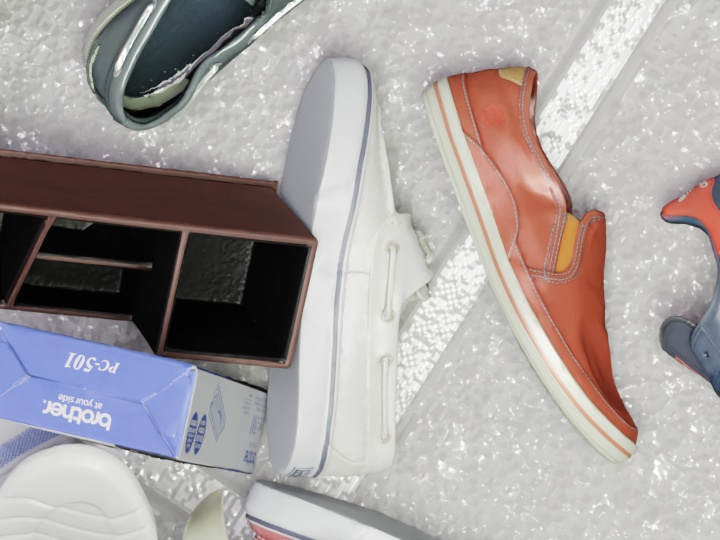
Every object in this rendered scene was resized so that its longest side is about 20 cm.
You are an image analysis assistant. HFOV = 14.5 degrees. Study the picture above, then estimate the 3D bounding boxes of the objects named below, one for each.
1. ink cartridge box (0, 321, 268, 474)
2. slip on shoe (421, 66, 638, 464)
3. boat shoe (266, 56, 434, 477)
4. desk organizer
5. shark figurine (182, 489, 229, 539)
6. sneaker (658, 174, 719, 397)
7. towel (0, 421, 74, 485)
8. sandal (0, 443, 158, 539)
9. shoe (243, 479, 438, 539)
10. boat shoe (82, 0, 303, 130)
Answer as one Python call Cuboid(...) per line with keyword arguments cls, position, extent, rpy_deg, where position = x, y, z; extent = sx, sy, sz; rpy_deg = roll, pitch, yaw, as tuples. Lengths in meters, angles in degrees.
Cuboid(cls="ink cartridge box", position=(-0.104, 0.061, 1.301), extent=(0.093, 0.200, 0.045), rpy_deg=(12, 86, 9))
Cuboid(cls="slip on shoe", position=(0.091, -0.005, 1.337), extent=(0.061, 0.074, 0.201), rpy_deg=(-22, 84, 6))
Cuboid(cls="boat shoe", position=(0.000, 0.000, 1.358), extent=(0.069, 0.071, 0.201), rpy_deg=(4, 88, -19))
Cuboid(cls="desk organizer", position=(-0.126, -0.007, 1.313), extent=(0.199, 0.077, 0.072), rpy_deg=(6, 108, -22))
Cuboid(cls="shark figurine", position=(-0.010, 0.172, 1.302), extent=(0.213, 0.090, 0.129), rpy_deg=(-5, 53, 15))
Cuboid(cls="sneaker", position=(0.187, 0.052, 1.323), extent=(0.084, 0.075, 0.201), rpy_deg=(-11, 80, 8))
Cuboid(cls="towel", position=(-0.243, 0.039, 1.366), extent=(0.200, 0.147, 0.024), rpy_deg=(54, 143, 6))
Cuboid(cls="sandal", position=(-0.133, 0.143, 1.343), extent=(0.082, 0.050, 0.203), rpy_deg=(3, 135, 2))
Cuboid(cls="shoe", position=(0.025, 0.176, 1.351), extent=(0.199, 0.071, 0.091), rpy_deg=(23, 92, 4))
Cuboid(cls="boat shoe", position=(-0.049, -0.140, 1.344), extent=(0.200, 0.062, 0.073), rpy_deg=(-39, 120, 13))
